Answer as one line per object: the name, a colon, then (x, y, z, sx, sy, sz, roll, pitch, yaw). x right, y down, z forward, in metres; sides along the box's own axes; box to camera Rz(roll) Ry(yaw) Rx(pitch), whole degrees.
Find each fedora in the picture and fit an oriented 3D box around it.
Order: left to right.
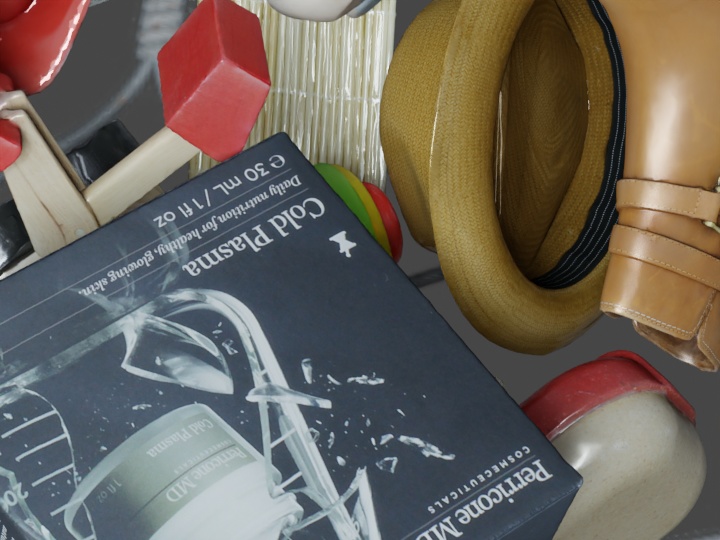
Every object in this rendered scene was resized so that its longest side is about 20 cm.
fedora: (0.066, -0.066, 1.129, 0.081, 0.200, 0.202, 7, 97, 39)

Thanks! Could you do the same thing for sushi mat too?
sushi mat: (-0.033, -0.082, 1.188, 0.095, 0.012, 0.201, 4, 95, 3)

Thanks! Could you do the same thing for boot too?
boot: (0.134, -0.054, 1.097, 0.200, 0.074, 0.155, 32, 81, -38)

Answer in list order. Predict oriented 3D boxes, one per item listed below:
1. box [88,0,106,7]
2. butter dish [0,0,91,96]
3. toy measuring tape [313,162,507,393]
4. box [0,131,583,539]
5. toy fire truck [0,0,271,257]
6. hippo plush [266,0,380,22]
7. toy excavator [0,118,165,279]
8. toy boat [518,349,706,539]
box: (-0.187, -0.169, 1.144, 0.199, 0.097, 0.125, -18, 89, 5)
butter dish: (-0.193, -0.194, 1.021, 0.199, 0.148, 0.200, 22, 91, 6)
toy measuring tape: (0.000, 0.000, 1.098, 0.073, 0.200, 0.074, -11, 114, -26)
box: (-0.057, 0.085, 0.998, 0.199, 0.124, 0.197, -30, 69, -28)
toy fire truck: (-0.143, -0.046, 1.041, 0.141, 0.049, 0.200, 23, 125, -29)
hippo plush: (0.000, -0.223, 1.094, 0.200, 0.159, 0.161, -41, 88, 0)
toy excavator: (-0.174, 0.046, 1.172, 0.194, 0.200, 0.100, -39, 91, -35)
toy boat: (0.050, 0.094, 1.158, 0.200, 0.130, 0.131, -38, 61, 6)
